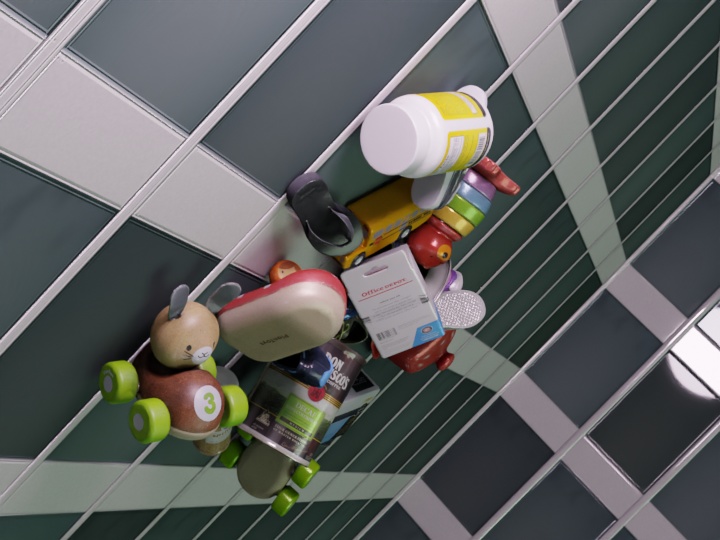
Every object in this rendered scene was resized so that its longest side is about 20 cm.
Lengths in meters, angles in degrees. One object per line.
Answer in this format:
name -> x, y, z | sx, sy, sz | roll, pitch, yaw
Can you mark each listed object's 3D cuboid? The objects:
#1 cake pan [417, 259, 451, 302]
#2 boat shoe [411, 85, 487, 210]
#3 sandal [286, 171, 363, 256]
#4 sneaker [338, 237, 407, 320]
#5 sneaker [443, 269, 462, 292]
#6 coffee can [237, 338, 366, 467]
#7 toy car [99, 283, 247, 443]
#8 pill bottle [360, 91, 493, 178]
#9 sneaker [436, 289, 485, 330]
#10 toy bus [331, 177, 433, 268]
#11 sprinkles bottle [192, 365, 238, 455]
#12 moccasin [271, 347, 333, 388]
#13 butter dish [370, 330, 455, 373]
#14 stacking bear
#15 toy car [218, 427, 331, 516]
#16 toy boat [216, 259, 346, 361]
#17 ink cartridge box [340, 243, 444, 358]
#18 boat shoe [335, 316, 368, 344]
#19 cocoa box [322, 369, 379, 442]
cake pan -> 0.078, 0.039, 1.926 | 0.200, 0.037, 0.201 | -42, -160, 19
boat shoe -> 0.145, -0.184, 1.661 | 0.068, 0.071, 0.202 | 2, 114, -56
sandal -> -0.049, -0.066, 1.541 | 0.076, 0.043, 0.200 | -40, 149, 3
sneaker -> 0.000, 0.000, 1.815 | 0.200, 0.075, 0.079 | -48, 148, -8
sneaker -> 0.092, 0.039, 2.060 | 0.199, 0.081, 0.089 | -32, 122, 19
coffee can -> -0.100, 0.201, 1.801 | 0.201, 0.145, 0.146 | -60, 162, -9
toy car -> -0.225, 0.105, 1.440 | 0.163, 0.158, 0.202 | -4, 126, -47
pill bottle -> 0.093, -0.191, 1.527 | 0.199, 0.114, 0.115 | -15, 146, -54
sneaker -> 0.127, 0.086, 2.014 | 0.198, 0.074, 0.114 | -9, 172, -26
toy bus -> 0.031, -0.080, 1.697 | 0.199, 0.065, 0.079 | -30, 156, -36
sprinkles bottle -> -0.240, 0.232, 1.784 | 0.068, 0.068, 0.201 | -33, 158, -28
moccasin -> -0.110, 0.117, 1.693 | 0.068, 0.199, 0.081 | 29, 85, -33
butter dish -> 0.129, 0.138, 2.194 | 0.199, 0.148, 0.200 | -40, 167, -9
stacking bear -> 0.150, -0.095, 1.794 | 0.201, 0.113, 0.121 | -55, 139, 2
toy car -> -0.141, 0.336, 2.084 | 0.158, 0.164, 0.200 | -55, 170, 29
toy boat -> -0.111, 0.043, 1.594 | 0.199, 0.132, 0.130 | -20, 140, 32
ink cartridge box -> 0.048, 0.037, 1.755 | 0.115, 0.067, 0.201 | -20, 129, 8
boat shoe -> -0.040, 0.093, 1.913 | 0.072, 0.060, 0.201 | -48, 161, 9
cocoa box -> -0.087, 0.233, 1.990 | 0.132, 0.133, 0.199 | -52, 160, 24
